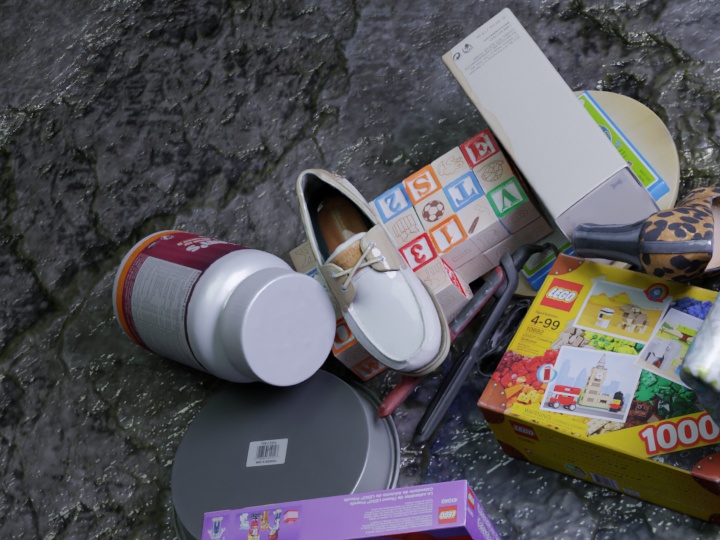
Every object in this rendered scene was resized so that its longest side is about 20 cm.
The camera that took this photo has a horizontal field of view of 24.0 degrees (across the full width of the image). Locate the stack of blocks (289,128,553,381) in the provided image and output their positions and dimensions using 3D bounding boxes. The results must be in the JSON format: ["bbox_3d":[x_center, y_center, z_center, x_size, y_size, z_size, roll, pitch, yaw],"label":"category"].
[{"bbox_3d":[0.054,-0.013,1.396,0.200,0.059,0.115,-33,54,10],"label":"stack of blocks"}]

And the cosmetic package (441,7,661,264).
[{"bbox_3d":[0.155,-0.107,1.365,0.073,0.104,0.200,-36,52,9],"label":"cosmetic package"}]

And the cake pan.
[{"bbox_3d":[-0.068,0.158,1.362,0.200,0.037,0.200,-13,50,16],"label":"cake pan"}]

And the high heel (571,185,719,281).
[{"bbox_3d":[0.276,-0.024,1.260,0.200,0.071,0.143,-8,7,-26],"label":"high heel"}]

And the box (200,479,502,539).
[{"bbox_3d":[0.002,0.211,1.224,0.200,0.137,0.039,-9,52,17],"label":"box"}]

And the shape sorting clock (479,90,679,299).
[{"bbox_3d":[0.172,-0.064,1.422,0.200,0.039,0.200,-13,60,22],"label":"shape sorting clock"}]

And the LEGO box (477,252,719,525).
[{"bbox_3d":[0.214,0.086,1.262,0.200,0.077,0.149,15,63,33],"label":"LEGO box"}]

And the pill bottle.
[{"bbox_3d":[-0.113,0.032,1.399,0.200,0.110,0.110,14,60,52],"label":"pill bottle"}]

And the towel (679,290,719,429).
[{"bbox_3d":[0.305,0.055,1.168,0.048,0.200,0.171,6,58,44],"label":"towel"}]

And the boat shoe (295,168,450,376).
[{"bbox_3d":[0.000,0.000,1.339,0.075,0.068,0.200,-38,54,6],"label":"boat shoe"}]

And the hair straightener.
[{"bbox_3d":[0.102,0.061,1.354,0.077,0.041,0.200,40,78,-5],"label":"hair straightener"}]
